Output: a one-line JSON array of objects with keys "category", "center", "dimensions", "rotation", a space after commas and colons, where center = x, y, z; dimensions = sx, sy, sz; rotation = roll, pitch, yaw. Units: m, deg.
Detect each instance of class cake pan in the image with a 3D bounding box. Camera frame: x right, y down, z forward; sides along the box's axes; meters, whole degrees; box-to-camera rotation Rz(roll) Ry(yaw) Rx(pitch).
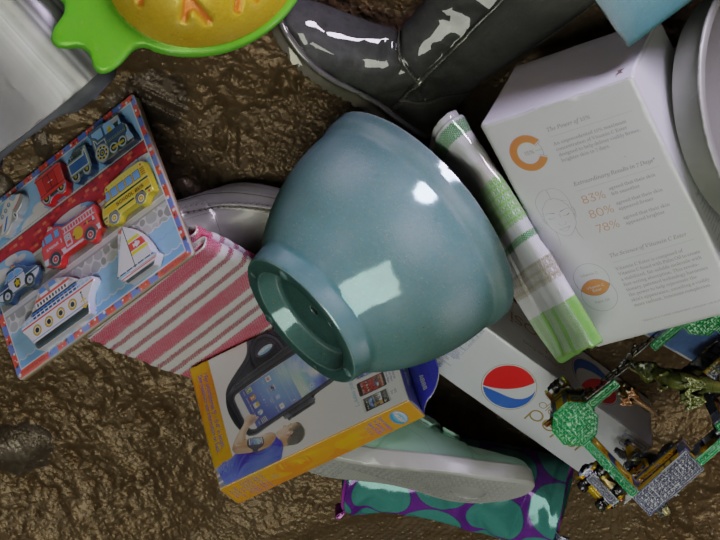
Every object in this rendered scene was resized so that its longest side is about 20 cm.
[{"category": "cake pan", "center": [0.289, -0.117, 1.430], "dimensions": [0.037, 0.201, 0.201], "rotation": [-8, 126, 43]}]

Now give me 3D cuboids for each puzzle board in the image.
[{"category": "puzzle board", "center": [-0.229, -0.026, 1.585], "dimensions": [0.200, 0.151, 0.017], "rotation": [-35, 153, 26]}]

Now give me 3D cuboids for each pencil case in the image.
[{"category": "pencil case", "center": [0.083, 0.188, 1.708], "dimensions": [0.199, 0.085, 0.093], "rotation": [12, 115, 0]}]

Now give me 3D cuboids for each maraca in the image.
[{"category": "maraca", "center": [-0.136, -0.218, 1.443], "dimensions": [0.199, 0.107, 0.138], "rotation": [-18, 79, -5]}]

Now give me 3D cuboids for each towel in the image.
[{"category": "towel", "center": [0.110, -0.020, 1.495], "dimensions": [0.031, 0.149, 0.201], "rotation": [-31, 85, -4]}, {"category": "towel", "center": [-0.114, 0.034, 1.626], "dimensions": [0.146, 0.030, 0.200], "rotation": [-35, 142, 26]}]

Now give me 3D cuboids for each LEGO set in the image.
[{"category": "LEGO set", "center": [0.244, 0.094, 1.578], "dimensions": [0.154, 0.116, 0.200], "rotation": [39, 102, -7]}]

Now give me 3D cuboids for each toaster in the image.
[{"category": "toaster", "center": [-0.268, -0.169, 1.505], "dimensions": [0.200, 0.114, 0.129], "rotation": [-32, 112, 26]}]

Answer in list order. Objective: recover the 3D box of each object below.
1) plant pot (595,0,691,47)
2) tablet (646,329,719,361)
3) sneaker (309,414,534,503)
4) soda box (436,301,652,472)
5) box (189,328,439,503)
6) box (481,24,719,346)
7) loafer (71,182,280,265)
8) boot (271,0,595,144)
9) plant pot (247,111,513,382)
[{"category": "plant pot", "center": [0.223, -0.286, 1.356], "dimensions": [0.200, 0.141, 0.141], "rotation": [-33, 114, 17]}, {"category": "tablet", "center": [0.327, 0.016, 1.576], "dimensions": [0.130, 0.014, 0.200], "rotation": [28, 131, -32]}, {"category": "sneaker", "center": [0.053, 0.121, 1.643], "dimensions": [0.199, 0.119, 0.074], "rotation": [11, 154, 5]}, {"category": "soda box", "center": [0.150, 0.093, 1.647], "dimensions": [0.200, 0.068, 0.064], "rotation": [36, 120, -15]}, {"category": "box", "center": [-0.036, 0.094, 1.612], "dimensions": [0.199, 0.119, 0.041], "rotation": [-27, 146, 14]}, {"category": "box", "center": [0.195, -0.063, 1.451], "dimensions": [0.124, 0.098, 0.201], "rotation": [-16, 115, 30]}, {"category": "loafer", "center": [-0.137, -0.026, 1.605], "dimensions": [0.199, 0.070, 0.070], "rotation": [-7, 122, 12]}, {"category": "boot", "center": [0.057, -0.198, 1.469], "dimensions": [0.181, 0.073, 0.200], "rotation": [29, 129, -28]}, {"category": "plant pot", "center": [0.000, 0.000, 1.506], "dimensions": [0.200, 0.134, 0.201], "rotation": [40, 157, 21]}]
